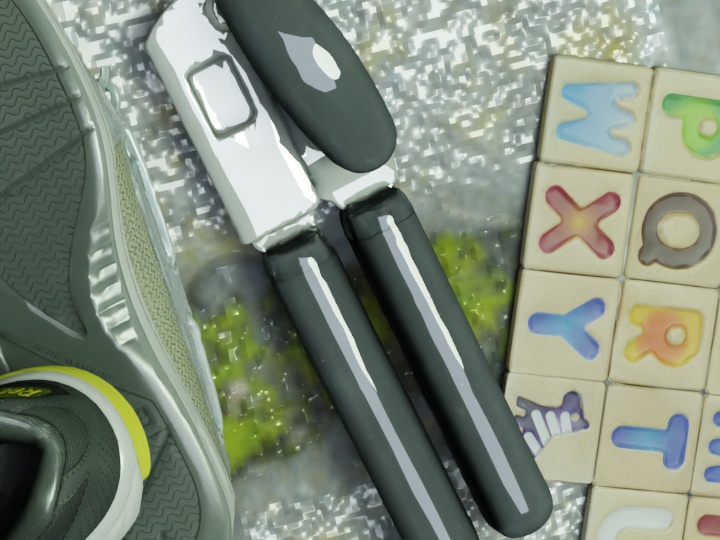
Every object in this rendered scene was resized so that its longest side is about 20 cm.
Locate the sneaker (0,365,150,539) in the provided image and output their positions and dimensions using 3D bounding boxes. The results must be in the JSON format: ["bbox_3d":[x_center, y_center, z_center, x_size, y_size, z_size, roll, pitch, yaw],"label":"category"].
[{"bbox_3d":[-0.148,0.086,0.739,0.200,0.085,0.075,-37,82,-2],"label":"sneaker"}]

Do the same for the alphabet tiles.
[{"bbox_3d":[0.125,0.040,0.913,0.166,0.008,0.201,6,97,-14],"label":"alphabet tiles"}]

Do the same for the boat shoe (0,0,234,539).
[{"bbox_3d":[-0.089,-0.002,0.834,0.074,0.065,0.203,-23,98,11],"label":"boat shoe"}]

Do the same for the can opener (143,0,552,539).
[{"bbox_3d":[0.000,0.000,0.845,0.053,0.067,0.201,-28,100,-7],"label":"can opener"}]
